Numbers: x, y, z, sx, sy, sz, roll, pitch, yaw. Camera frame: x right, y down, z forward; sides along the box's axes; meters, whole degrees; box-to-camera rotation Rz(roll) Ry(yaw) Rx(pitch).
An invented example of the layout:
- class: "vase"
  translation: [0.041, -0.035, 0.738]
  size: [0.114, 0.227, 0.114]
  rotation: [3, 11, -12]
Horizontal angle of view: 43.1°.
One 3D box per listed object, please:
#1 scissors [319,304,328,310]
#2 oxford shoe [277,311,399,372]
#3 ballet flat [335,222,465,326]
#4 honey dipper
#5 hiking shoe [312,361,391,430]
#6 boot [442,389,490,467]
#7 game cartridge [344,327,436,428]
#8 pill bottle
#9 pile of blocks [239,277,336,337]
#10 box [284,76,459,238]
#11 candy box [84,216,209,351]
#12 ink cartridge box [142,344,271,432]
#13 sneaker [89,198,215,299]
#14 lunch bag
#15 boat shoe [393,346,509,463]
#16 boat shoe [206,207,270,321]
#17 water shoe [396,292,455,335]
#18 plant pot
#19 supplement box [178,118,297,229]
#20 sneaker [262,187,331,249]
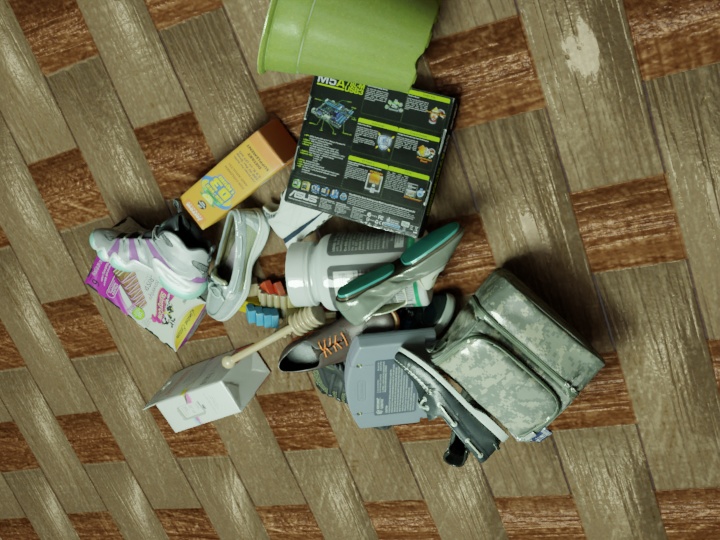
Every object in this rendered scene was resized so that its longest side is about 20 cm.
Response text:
- class: "scissors"
  translation: [0.000, 0.041, 1.373]
  size: [0.200, 0.073, 0.014]
  rotation: [15, 156, 26]
- class: "oxford shoe"
  translation: [-0.033, 0.110, 1.349]
  size: [0.200, 0.073, 0.071]
  rotation: [-27, 94, 24]
- class: "ballet flat"
  translation: [0.061, 0.008, 1.217]
  size: [0.200, 0.067, 0.064]
  rotation: [-31, 110, 7]
- class: "honey dipper"
  translation: [-0.138, 0.106, 1.402]
  size: [0.200, 0.038, 0.038]
  rotation: [-30, 103, 29]
- class: "hiking shoe"
  translation: [-0.020, 0.180, 1.481]
  size: [0.200, 0.076, 0.101]
  rotation: [52, 147, -16]
- class: "boot"
  translation: [0.176, 0.192, 1.355]
  size: [0.068, 0.131, 0.200]
  rotation: [17, 123, 13]
- class: "game cartridge"
  translation: [0.043, 0.162, 1.361]
  size: [0.133, 0.042, 0.200]
  rotation: [-2, 136, -2]
- class: "pill bottle"
  translation: [0.000, 0.000, 1.311]
  size: [0.200, 0.113, 0.113]
  rotation: [-3, 117, 11]
- class: "pile of blocks"
  translation: [-0.125, 0.054, 1.437]
  size: [0.200, 0.082, 0.062]
  rotation: [11, 122, 18]
- class: "box"
  translation: [0.013, -0.160, 1.233]
  size: [0.200, 0.048, 0.193]
  rotation: [16, 95, 14]
- class: "candy box"
  translation: [-0.349, 0.024, 1.530]
  size: [0.200, 0.061, 0.136]
  rotation: [36, 125, 0]
- class: "ink cartridge box"
  translation: [-0.266, 0.207, 1.565]
  size: [0.200, 0.116, 0.068]
  rotation: [-21, 108, 32]
- class: "sneaker"
  translation: [-0.313, -0.056, 1.405]
  size: [0.200, 0.078, 0.140]
  rotation: [24, 119, 1]
- class: "lunch bag"
  translation: [0.213, 0.121, 1.263]
  size: [0.200, 0.139, 0.168]
  rotation: [41, 99, -6]
- class: "boat shoe"
  translation: [0.116, 0.187, 1.268]
  size: [0.200, 0.076, 0.060]
  rotation: [41, 89, 2]
- class: "boat shoe"
  translation: [-0.205, -0.010, 1.421]
  size: [0.074, 0.065, 0.202]
  rotation: [50, 124, 38]
- class: "water shoe"
  translation: [0.050, 0.077, 1.369]
  size: [0.200, 0.072, 0.079]
  rotation: [-28, 125, 34]
- class: "plant pot"
  translation: [-0.007, -0.310, 1.133]
  size: [0.190, 0.200, 0.200]
  rotation: [19, 125, -3]
- class: "supplement box"
  translation: [-0.181, -0.141, 1.360]
  size: [0.200, 0.069, 0.067]
  rotation: [-34, 98, 37]
- class: "sneaker"
  translation: [-0.064, -0.110, 1.327]
  size: [0.200, 0.076, 0.081]
  rotation: [-36, 90, 33]
